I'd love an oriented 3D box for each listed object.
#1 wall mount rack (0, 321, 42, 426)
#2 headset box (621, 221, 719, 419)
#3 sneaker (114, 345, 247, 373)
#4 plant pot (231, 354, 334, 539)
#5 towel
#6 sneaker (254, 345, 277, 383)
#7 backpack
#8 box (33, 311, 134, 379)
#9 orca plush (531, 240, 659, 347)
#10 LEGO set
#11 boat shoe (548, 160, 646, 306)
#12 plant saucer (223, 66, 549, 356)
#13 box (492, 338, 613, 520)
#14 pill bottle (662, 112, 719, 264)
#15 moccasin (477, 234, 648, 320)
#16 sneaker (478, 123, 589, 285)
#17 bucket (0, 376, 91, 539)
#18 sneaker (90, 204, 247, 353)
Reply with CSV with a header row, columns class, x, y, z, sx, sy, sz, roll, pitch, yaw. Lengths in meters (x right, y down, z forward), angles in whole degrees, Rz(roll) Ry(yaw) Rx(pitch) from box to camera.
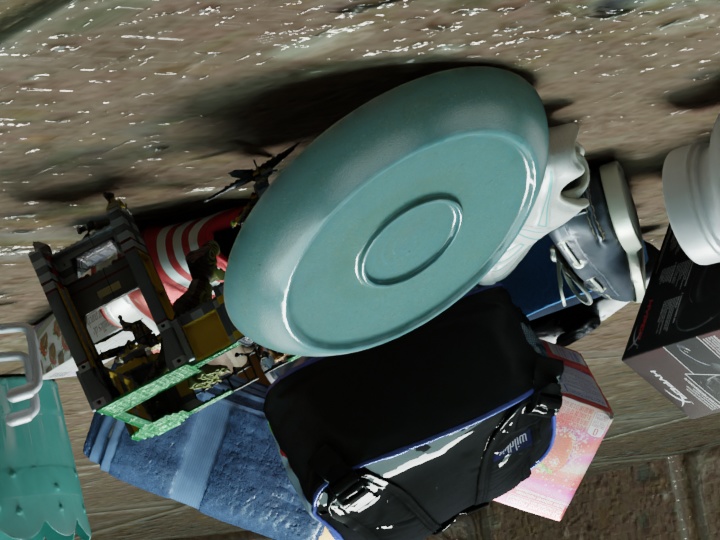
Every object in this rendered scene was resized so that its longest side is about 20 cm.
class,x,y,z,sx,sy,sz,roll,pitch,yaw
wall mount rack,-0.309,0.081,1.711,0.173,0.075,0.200,-7,169,-10
headset box,0.276,-0.003,1.563,0.077,0.149,0.200,39,145,-25
sneaker,-0.131,0.062,1.728,0.075,0.071,0.200,-37,177,-12
plant pot,0.022,0.122,2.004,0.183,0.201,0.200,-27,167,9
towel,-0.106,0.134,1.890,0.199,0.112,0.049,21,-169,0
sneaker,0.014,0.038,1.831,0.112,0.078,0.200,-23,174,36
backpack,0.034,0.085,1.587,0.182,0.147,0.200,-25,158,-1
box,-0.178,0.037,1.695,0.041,0.039,0.200,-7,170,-25
orca plush,0.135,0.019,1.859,0.200,0.071,0.105,-32,-173,44
LEGO set,-0.091,0.002,1.393,0.199,0.116,0.154,-29,165,15
boat shoe,0.152,-0.018,1.606,0.061,0.075,0.200,-13,169,7
plant saucer,0.021,-0.022,1.287,0.199,0.027,0.201,-27,149,-18
box,0.064,0.089,1.745,0.199,0.095,0.103,19,-161,-18
pill bottle,0.272,-0.060,1.377,0.199,0.111,0.111,-15,169,31
moccasin,0.102,0.012,1.713,0.199,0.081,0.068,-6,170,-17
sneaker,0.095,-0.039,1.444,0.080,0.071,0.200,-13,170,1
bucket,-0.327,0.171,2.032,0.206,0.136,0.207,-10,170,-2
sneaker,-0.080,0.010,1.532,0.115,0.079,0.200,-11,172,16
